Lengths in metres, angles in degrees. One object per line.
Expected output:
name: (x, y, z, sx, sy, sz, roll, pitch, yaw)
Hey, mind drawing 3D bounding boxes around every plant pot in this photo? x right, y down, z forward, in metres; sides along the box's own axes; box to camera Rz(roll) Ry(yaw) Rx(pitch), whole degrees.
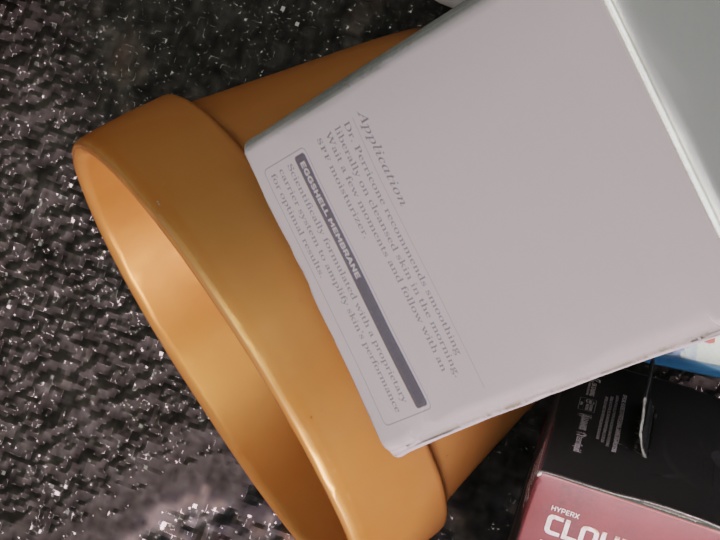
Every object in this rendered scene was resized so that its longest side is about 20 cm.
plant pot: (0.000, 0.000, 0.930, 0.140, 0.200, 0.201, -34, 87, -12)

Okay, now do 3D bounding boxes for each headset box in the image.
headset box: (0.084, 0.133, 0.913, 0.077, 0.149, 0.201, 17, 107, 5)

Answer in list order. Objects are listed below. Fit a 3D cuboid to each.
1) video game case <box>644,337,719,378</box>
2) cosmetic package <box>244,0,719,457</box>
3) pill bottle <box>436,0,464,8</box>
video game case: (0.215, -0.016, 0.915, 0.199, 0.018, 0.144, 11, 98, 9)
cosmetic package: (0.105, -0.051, 0.782, 0.199, 0.200, 0.124, -27, 91, -35)
pill bottle: (0.077, -0.192, 0.847, 0.200, 0.112, 0.112, -43, 87, -12)
